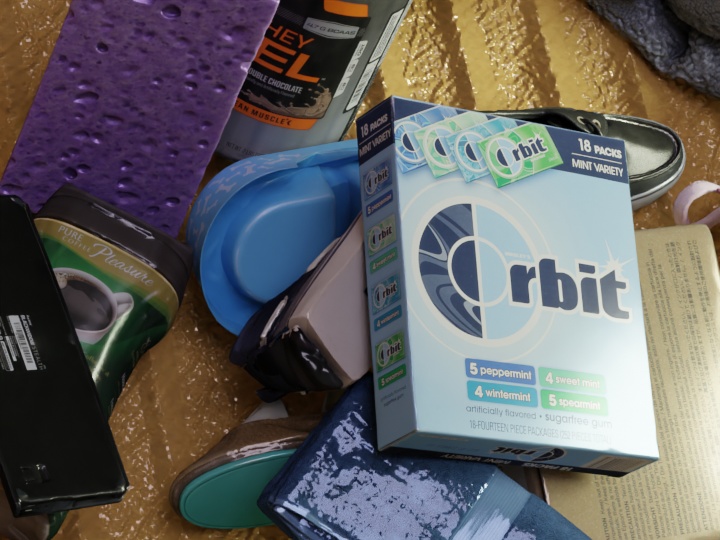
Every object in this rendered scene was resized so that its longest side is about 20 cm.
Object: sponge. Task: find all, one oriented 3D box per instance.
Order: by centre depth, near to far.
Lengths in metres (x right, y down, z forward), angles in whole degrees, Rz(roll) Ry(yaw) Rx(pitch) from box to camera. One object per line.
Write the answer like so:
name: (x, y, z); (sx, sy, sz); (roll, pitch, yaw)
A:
sponge: (-0.131, -0.105, 1.632); (0.111, 0.200, 0.030); (21, 34, -9)

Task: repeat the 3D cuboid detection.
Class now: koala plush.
koala plush: (0.275, -0.216, 1.826); (0.177, 0.200, 0.184); (-37, 84, -30)

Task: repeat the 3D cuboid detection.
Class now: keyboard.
keyboard: (-0.205, 0.050, 1.536); (0.104, 0.040, 0.201); (-2, 57, -36)

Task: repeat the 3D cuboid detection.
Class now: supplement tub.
supplement tub: (-0.034, -0.166, 1.674); (0.122, 0.200, 0.123); (15, 42, -14)

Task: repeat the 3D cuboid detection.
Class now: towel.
towel: (0.048, 0.153, 1.577); (0.200, 0.049, 0.112); (38, 68, 1)

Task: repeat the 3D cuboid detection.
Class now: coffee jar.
coffee jar: (-0.177, 0.050, 1.601); (0.104, 0.085, 0.200); (27, 61, 1)

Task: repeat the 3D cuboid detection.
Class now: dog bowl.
dog bowl: (-0.015, -0.025, 1.690); (0.199, 0.112, 0.050); (-11, 26, -24)

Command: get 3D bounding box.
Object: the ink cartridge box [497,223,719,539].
ink cartridge box: (0.150, 0.081, 1.697); (0.164, 0.075, 0.201); (-5, 78, -27)

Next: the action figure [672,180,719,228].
action figure: (0.311, -0.083, 1.832); (0.148, 0.134, 0.201); (19, 76, 17)

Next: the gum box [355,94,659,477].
gum box: (0.084, 0.011, 1.604); (0.169, 0.045, 0.201); (9, 66, -31)

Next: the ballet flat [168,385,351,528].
ballet flat: (-0.020, 0.100, 1.646); (0.199, 0.068, 0.072); (-13, 44, -8)

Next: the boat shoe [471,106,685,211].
boat shoe: (0.126, -0.073, 1.788); (0.199, 0.057, 0.069); (-5, 69, -22)

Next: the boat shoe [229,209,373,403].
boat shoe: (0.000, 0.000, 1.644); (0.200, 0.093, 0.075); (-45, 106, -36)
